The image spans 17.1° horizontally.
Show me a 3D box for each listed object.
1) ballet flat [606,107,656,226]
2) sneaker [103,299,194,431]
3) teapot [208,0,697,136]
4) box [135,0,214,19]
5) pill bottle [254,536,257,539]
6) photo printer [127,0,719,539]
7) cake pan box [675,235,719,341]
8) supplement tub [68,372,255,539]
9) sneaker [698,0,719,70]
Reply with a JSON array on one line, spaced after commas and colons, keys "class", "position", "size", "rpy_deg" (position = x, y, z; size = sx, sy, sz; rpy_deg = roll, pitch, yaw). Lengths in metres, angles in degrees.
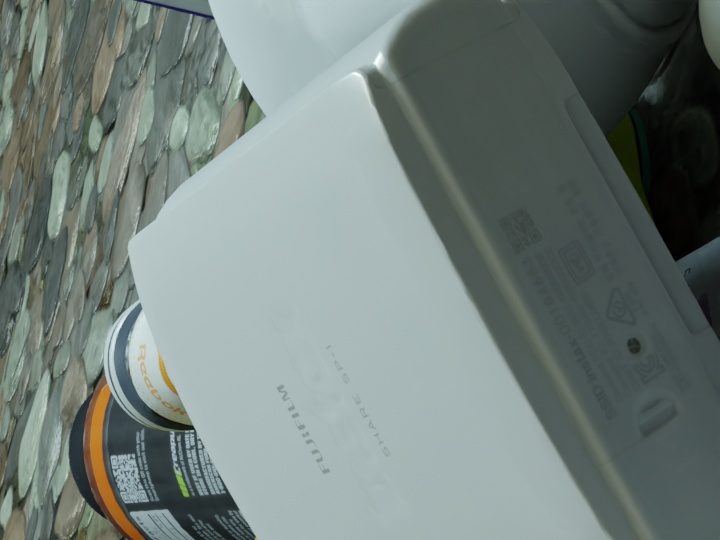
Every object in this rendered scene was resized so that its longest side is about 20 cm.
[{"class": "ballet flat", "position": [0.074, -0.006, 0.829], "size": [0.201, 0.067, 0.067], "rpy_deg": [-101, 22, -51]}, {"class": "sneaker", "position": [0.000, 0.000, 0.902], "size": [0.079, 0.199, 0.079], "rpy_deg": [58, 165, -7]}, {"class": "teapot", "position": [0.050, -0.120, 0.773], "size": [0.145, 0.197, 0.201], "rpy_deg": [-16, 59, 30]}, {"class": "box", "position": [0.003, -0.200, 0.984], "size": [0.105, 0.183, 0.201], "rpy_deg": [-111, 37, -57]}, {"class": "pill bottle", "position": [0.012, 0.122, 0.868], "size": [0.112, 0.111, 0.201], "rpy_deg": [-105, 32, -55]}, {"class": "photo printer", "position": [0.013, 0.028, 0.696], "size": [0.167, 0.069, 0.200], "rpy_deg": [61, 149, 0]}, {"class": "cake pan box", "position": [0.136, 0.064, 0.629], "size": [0.184, 0.052, 0.201], "rpy_deg": [147, 133, -62]}, {"class": "supplement tub", "position": [-0.051, 0.072, 1.034], "size": [0.199, 0.106, 0.108], "rpy_deg": [-10, 68, 55]}, {"class": "sneaker", "position": [0.150, -0.152, 0.701], "size": [0.084, 0.074, 0.202], "rpy_deg": [160, 114, -63]}]
